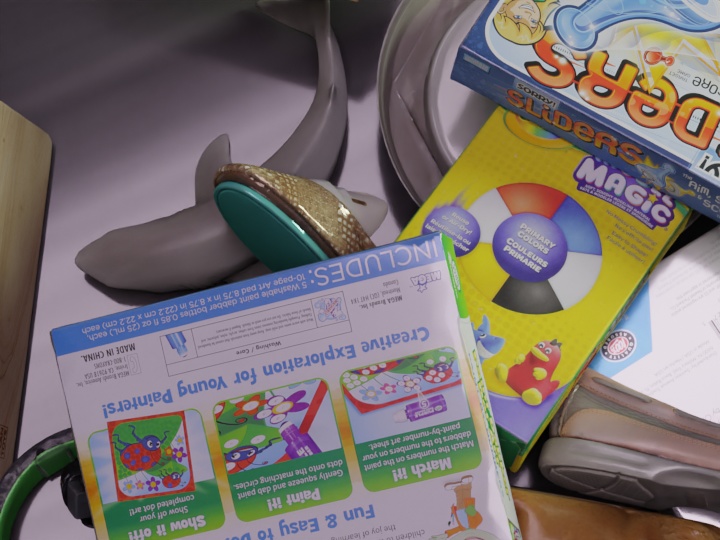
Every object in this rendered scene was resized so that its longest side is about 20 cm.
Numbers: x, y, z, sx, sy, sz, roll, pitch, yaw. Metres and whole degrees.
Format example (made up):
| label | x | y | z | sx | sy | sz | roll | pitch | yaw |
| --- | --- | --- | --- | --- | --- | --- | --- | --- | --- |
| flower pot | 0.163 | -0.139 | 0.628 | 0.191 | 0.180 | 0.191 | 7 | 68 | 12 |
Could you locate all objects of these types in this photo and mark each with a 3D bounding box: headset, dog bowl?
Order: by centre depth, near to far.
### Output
| label | x | y | z | sx | sy | sz | roll | pitch | yaw |
| --- | --- | --- | --- | --- | --- | --- | --- | --- | --- |
| headset | -0.121 | 0.168 | 1.201 | 0.123 | 0.094 | 0.200 | -31 | 69 | -6 |
| dog bowl | 0.108 | -0.090 | 1.273 | 0.200 | 0.059 | 0.200 | 0 | 77 | 0 |

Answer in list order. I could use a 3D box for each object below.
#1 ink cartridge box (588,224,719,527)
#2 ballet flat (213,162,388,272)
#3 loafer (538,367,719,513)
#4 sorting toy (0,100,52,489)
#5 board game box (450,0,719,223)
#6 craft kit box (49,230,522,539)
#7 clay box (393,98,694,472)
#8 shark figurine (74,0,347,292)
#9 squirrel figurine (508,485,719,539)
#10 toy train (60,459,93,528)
| label | x | y | z | sx | sy | sz | roll | pitch | yaw |
| --- | --- | --- | --- | --- | --- | --- | --- | --- | --- |
| ink cartridge box | 0.203 | 0.089 | 1.228 | 0.115 | 0.068 | 0.200 | -31 | 79 | -4 |
| ballet flat | 0.000 | 0.000 | 1.222 | 0.200 | 0.070 | 0.065 | 51 | 63 | -28 |
| loafer | 0.192 | 0.093 | 1.160 | 0.200 | 0.072 | 0.063 | 11 | 70 | 9 |
| sorting toy | -0.241 | -0.001 | 1.193 | 0.070 | 0.199 | 0.200 | 2 | 77 | 17 |
| board game box | 0.166 | -0.108 | 1.192 | 0.200 | 0.034 | 0.135 | 28 | 64 | 8 |
| craft kit box | -0.030 | 0.100 | 1.107 | 0.200 | 0.049 | 0.198 | -13 | 82 | 9 |
| clay box | 0.086 | -0.010 | 1.179 | 0.115 | 0.048 | 0.200 | 32 | 66 | 9 |
| shark figurine | -0.047 | -0.062 | 1.255 | 0.128 | 0.090 | 0.215 | 32 | 82 | 6 |
| squirrel figurine | 0.109 | 0.209 | 1.159 | 0.200 | 0.142 | 0.187 | 9 | 86 | 20 |
| toy train | -0.063 | 0.100 | 1.212 | 0.200 | 0.046 | 0.034 | -8 | 117 | -26 |
